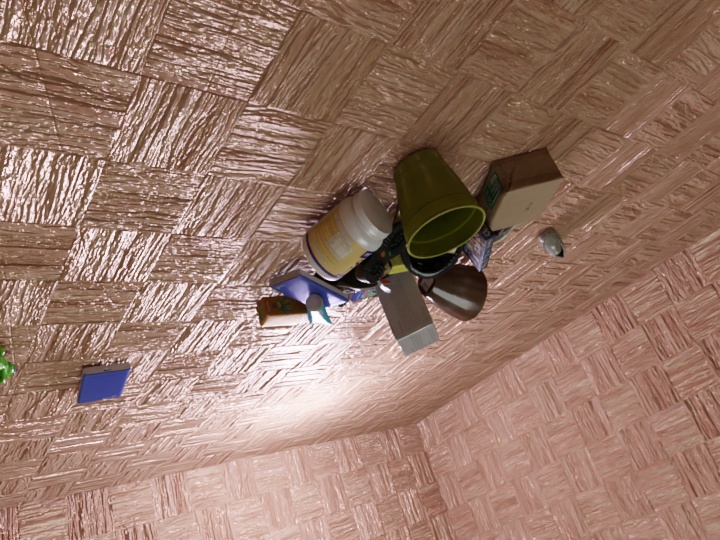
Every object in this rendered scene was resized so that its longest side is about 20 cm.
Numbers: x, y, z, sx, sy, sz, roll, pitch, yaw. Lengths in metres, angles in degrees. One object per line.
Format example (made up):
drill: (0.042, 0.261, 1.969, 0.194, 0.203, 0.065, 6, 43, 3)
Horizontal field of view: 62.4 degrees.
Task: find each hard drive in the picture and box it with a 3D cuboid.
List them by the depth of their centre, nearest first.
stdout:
hard drive: (-0.145, 0.058, 1.688, 0.129, 0.026, 0.198, -18, 147, 37)
hard drive: (-0.779, 0.342, 1.799, 0.128, 0.026, 0.201, -4, 149, -34)

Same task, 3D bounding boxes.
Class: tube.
tube: (-0.126, 0.129, 1.749, 0.075, 0.052, 0.201, 9, 158, 6)

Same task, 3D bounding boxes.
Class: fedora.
fedora: (0.194, -0.083, 1.679, 0.194, 0.207, 0.092, -18, -162, -7)

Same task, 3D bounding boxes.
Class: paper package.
paper package: (0.430, -0.215, 1.631, 0.185, 0.106, 0.202, -16, 155, -14)

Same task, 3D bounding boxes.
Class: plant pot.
plant pot: (0.167, -0.168, 1.401, 0.194, 0.198, 0.202, -17, 154, -9)
plant pot: (0.292, 0.056, 1.983, 0.195, 0.192, 0.187, 15, 138, -33)

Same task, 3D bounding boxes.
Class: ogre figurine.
ogre figurine: (-0.908, 0.232, 1.421, 0.115, 0.100, 0.203, -5, 140, -8)

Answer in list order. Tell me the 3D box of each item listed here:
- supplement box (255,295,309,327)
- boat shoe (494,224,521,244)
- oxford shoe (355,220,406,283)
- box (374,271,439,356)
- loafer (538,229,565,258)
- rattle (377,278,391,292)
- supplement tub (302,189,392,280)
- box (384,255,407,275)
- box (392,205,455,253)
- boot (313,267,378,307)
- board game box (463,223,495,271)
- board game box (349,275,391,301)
supplement box: (-0.214, 0.119, 1.798, 0.195, 0.068, 0.069, -4, 150, -35)
boat shoe: (0.441, -0.151, 1.811, 0.198, 0.074, 0.064, -34, 140, 29)
oxford shoe: (0.050, -0.053, 1.517, 0.200, 0.073, 0.083, -47, -157, -24)
box: (0.146, 0.133, 1.859, 0.127, 0.205, 0.200, -24, 156, 3)
loafer: (0.688, -0.092, 2.115, 0.069, 0.072, 0.197, -34, 152, 26)
rattle: (0.000, 0.000, 1.650, 0.140, 0.132, 0.202, -29, 145, -5)
supplement tub: (-0.032, -0.087, 1.453, 0.198, 0.149, 0.143, -36, 151, 29)
box: (0.152, -0.045, 1.771, 0.194, 0.077, 0.050, -12, 156, -24)
box: (0.183, -0.128, 1.570, 0.193, 0.022, 0.167, 7, 128, -13)
boot: (-0.044, 0.052, 1.774, 0.192, 0.076, 0.152, -5, 154, -3)
board game box: (0.328, -0.098, 1.733, 0.034, 0.137, 0.201, -31, 156, -10)
board game box: (0.074, 0.017, 1.861, 0.193, 0.042, 0.202, -10, 152, -24)
